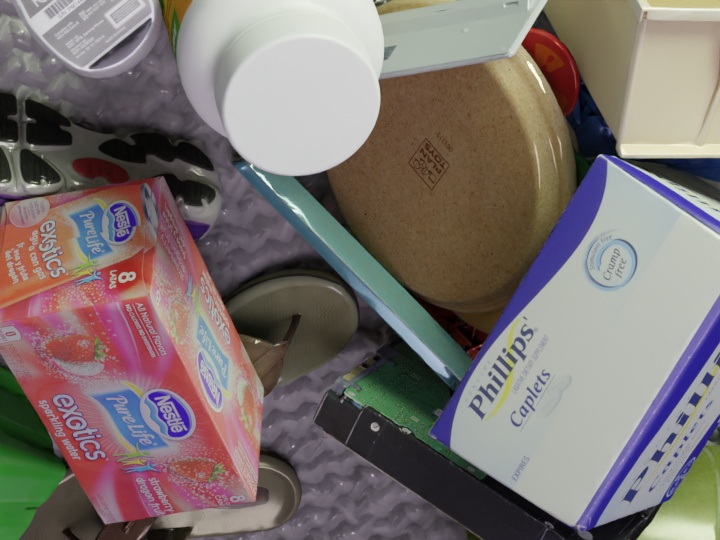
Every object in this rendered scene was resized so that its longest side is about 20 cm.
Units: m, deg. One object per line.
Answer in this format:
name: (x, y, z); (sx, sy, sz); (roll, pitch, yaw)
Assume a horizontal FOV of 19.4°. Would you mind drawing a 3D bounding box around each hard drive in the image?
hard drive: (0.084, 0.117, 1.321); (0.200, 0.140, 0.038); (33, 116, 14)

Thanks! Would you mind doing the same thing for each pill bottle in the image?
pill bottle: (-0.049, -0.135, 1.143); (0.111, 0.200, 0.111); (-6, 123, -10)

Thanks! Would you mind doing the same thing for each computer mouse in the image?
computer mouse: (-0.186, -0.191, 1.149); (0.110, 0.044, 0.200); (-36, 104, 5)

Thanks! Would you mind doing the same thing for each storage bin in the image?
storage bin: (0.216, -0.153, 1.195); (0.198, 0.200, 0.094); (-1, 124, -13)

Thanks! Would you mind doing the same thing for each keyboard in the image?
keyboard: (0.013, -0.125, 1.185); (0.200, 0.056, 0.011); (-5, 135, 39)

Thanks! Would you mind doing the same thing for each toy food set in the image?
toy food set: (0.056, -0.068, 1.238); (0.049, 0.200, 0.198); (-24, 142, -42)

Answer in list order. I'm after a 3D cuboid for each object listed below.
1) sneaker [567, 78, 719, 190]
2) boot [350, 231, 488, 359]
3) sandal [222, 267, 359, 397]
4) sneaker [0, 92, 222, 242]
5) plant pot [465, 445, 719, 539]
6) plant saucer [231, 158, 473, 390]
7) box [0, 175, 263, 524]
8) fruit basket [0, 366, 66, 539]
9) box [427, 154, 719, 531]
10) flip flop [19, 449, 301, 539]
sneaker: (0.175, -0.103, 1.268); (0.200, 0.077, 0.111); (14, 153, -25)
boot: (0.082, 0.028, 1.340); (0.200, 0.107, 0.075); (28, 115, -25)
sandal: (-0.089, 0.068, 1.352); (0.201, 0.057, 0.080); (-27, 125, 5)
sneaker: (-0.183, -0.043, 1.250); (0.200, 0.081, 0.083); (15, 130, -18)
plant pot: (0.170, 0.193, 1.434); (0.190, 0.200, 0.200); (13, 119, -8)
plant saucer: (0.000, 0.000, 1.283); (0.200, 0.070, 0.019); (45, 84, -8)
box: (-0.132, 0.051, 1.232); (0.103, 0.095, 0.200); (-9, 137, 10)
fruit basket: (-0.316, 0.127, 1.295); (0.216, 0.156, 0.216); (-19, 137, -18)
box: (0.156, 0.040, 1.195); (0.184, 0.105, 0.200); (-60, 160, 12)
flip flop: (-0.136, 0.166, 1.405); (0.200, 0.058, 0.081); (-4, 123, -11)
